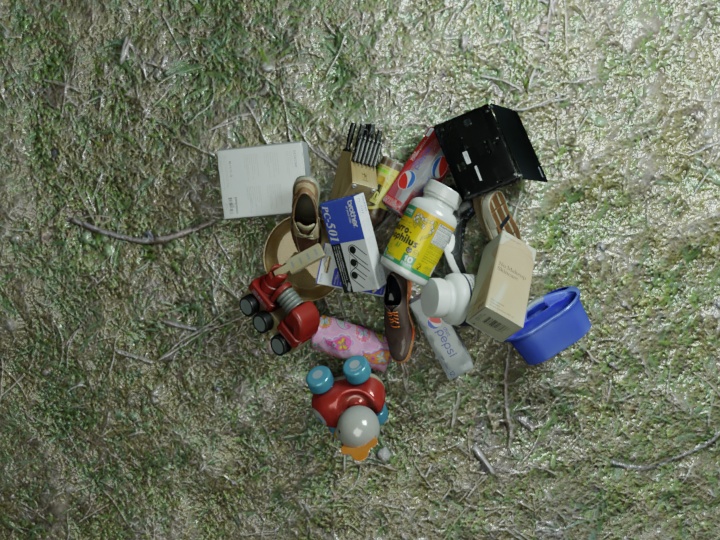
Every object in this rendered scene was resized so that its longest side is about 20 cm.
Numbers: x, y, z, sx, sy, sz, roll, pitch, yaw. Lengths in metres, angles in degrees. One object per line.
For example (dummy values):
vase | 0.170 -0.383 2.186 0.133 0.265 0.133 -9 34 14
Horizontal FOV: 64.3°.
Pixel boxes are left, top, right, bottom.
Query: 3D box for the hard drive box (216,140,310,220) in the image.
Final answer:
hard drive box | -0.214 -0.203 1.303 0.195 0.077 0.160 -4 97 6

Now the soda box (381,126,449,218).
soda box | 0.134 -0.207 1.253 0.063 0.070 0.202 36 92 41

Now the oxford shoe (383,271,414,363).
oxford shoe | 0.075 0.103 1.262 0.070 0.072 0.205 -6 85 25

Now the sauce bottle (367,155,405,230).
sauce bottle | 0.039 -0.154 1.292 0.064 0.065 0.203 23 98 2

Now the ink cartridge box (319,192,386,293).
ink cartridge box | -0.015 -0.056 1.231 0.093 0.044 0.204 -7 103 33

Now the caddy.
caddy | 0.401 0.111 1.257 0.198 0.141 0.106 -35 97 8

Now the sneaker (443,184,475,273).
sneaker | 0.225 -0.092 1.279 0.110 0.073 0.203 -21 94 9

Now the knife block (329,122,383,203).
knife block | -0.016 -0.229 1.287 0.063 0.179 0.200 11 145 -23

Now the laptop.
laptop | 0.277 -0.245 1.211 0.197 0.103 0.180 -21 76 5

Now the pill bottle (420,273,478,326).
pill bottle | 0.235 0.064 1.244 0.196 0.111 0.114 4 99 -23

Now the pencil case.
pencil case | -0.019 0.170 1.334 0.196 0.087 0.089 16 99 3

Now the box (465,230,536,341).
box | 0.289 0.030 1.171 0.094 0.078 0.202 27 55 -9

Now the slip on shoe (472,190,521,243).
slip on shoe | 0.298 -0.093 1.261 0.076 0.060 0.201 -48 128 -19

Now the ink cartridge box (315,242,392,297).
ink cartridge box | 0.000 0.000 1.306 0.196 0.037 0.097 11 98 -15

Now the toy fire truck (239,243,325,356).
toy fire truck | -0.144 0.054 1.253 0.177 0.128 0.201 48 129 13

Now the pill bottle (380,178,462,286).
pill bottle | 0.133 -0.081 1.199 0.111 0.113 0.203 28 95 1

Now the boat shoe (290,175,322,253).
boat shoe | -0.121 -0.102 1.243 0.074 0.072 0.203 -1 126 2

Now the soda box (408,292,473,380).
soda box | 0.186 0.143 1.319 0.067 0.063 0.202 -28 94 9

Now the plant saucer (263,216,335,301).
plant saucer | -0.128 -0.030 1.338 0.195 0.035 0.205 1 98 4

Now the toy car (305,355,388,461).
toy car | -0.024 0.332 1.265 0.173 0.202 0.187 -15 125 7
